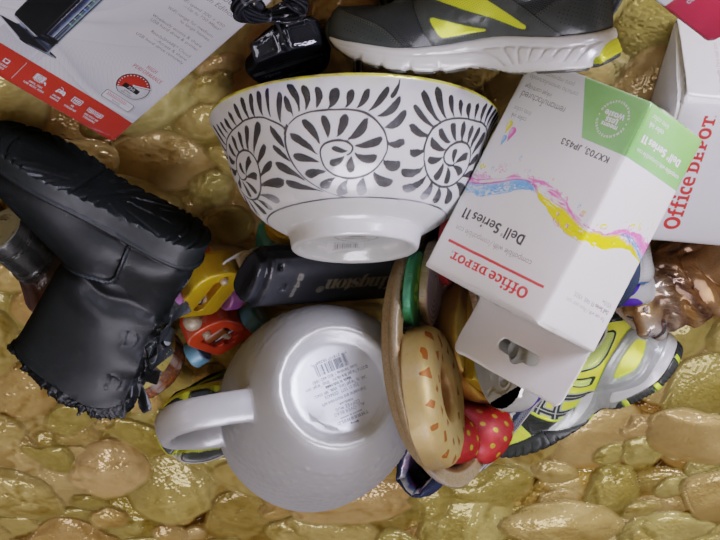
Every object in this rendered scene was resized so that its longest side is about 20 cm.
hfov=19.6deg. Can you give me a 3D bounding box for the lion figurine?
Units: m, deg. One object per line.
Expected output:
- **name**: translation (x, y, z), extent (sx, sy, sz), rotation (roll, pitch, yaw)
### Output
- **lion figurine**: translation (0.286, -0.013, 1.563), extent (0.122, 0.073, 0.200), rotation (34, 116, -22)

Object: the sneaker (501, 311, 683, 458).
- **sneaker**: translation (0.164, 0.084, 1.678), extent (0.199, 0.076, 0.076), rotation (-33, 106, 32)

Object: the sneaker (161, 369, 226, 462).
- **sneaker**: translation (-0.073, 0.098, 1.681), extent (0.198, 0.085, 0.075), rotation (-10, 100, -12)

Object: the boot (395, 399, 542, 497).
- **boot**: translation (0.097, 0.098, 1.625), extent (0.073, 0.090, 0.201), rotation (39, 129, 21)

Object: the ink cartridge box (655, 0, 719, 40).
- **ink cartridge box**: translation (0.162, -0.251, 1.211), extent (0.199, 0.149, 0.085), rotation (32, 131, -33)

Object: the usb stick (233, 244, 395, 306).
- **usb stick**: translation (0.000, 0.000, 1.543), extent (0.199, 0.033, 0.056), rotation (-3, 144, -34)

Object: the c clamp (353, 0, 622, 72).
- **c clamp**: translation (0.084, -0.181, 1.392), extent (0.198, 0.027, 0.172), rotation (-2, 134, 6)

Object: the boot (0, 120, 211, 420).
- **boot**: translation (-0.212, 0.004, 1.504), extent (0.197, 0.073, 0.163), rotation (29, 117, 2)

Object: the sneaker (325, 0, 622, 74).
- **sneaker**: translation (0.073, -0.172, 1.346), extent (0.198, 0.074, 0.086), rotation (3, 100, 19)

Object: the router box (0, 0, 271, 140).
- **router box**: translation (-0.187, -0.193, 1.358), extent (0.199, 0.049, 0.179), rotation (30, 132, -30)

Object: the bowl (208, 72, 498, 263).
- **bowl**: translation (-0.005, -0.060, 1.416), extent (0.199, 0.095, 0.201), rotation (0, 167, 0)

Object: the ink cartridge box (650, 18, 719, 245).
- **ink cartridge box**: translation (0.299, -0.089, 1.447), extent (0.198, 0.085, 0.147), rotation (6, 138, -5)

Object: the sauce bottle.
- **sauce bottle**: translation (-0.214, 0.023, 1.603), extent (0.066, 0.066, 0.200), rotation (-20, 134, 23)

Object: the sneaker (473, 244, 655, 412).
- **sneaker**: translation (0.159, 0.020, 1.489), extent (0.145, 0.202, 0.080), rotation (18, 149, -28)

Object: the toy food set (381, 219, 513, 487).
- **toy food set**: translation (0.069, 0.055, 1.500), extent (0.048, 0.200, 0.200), rotation (-5, 161, 26)

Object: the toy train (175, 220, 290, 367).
- **toy train**: translation (-0.080, -0.003, 1.584), extent (0.199, 0.056, 0.150), rotation (-34, 156, 21)

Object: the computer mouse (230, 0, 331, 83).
- **computer mouse**: translation (-0.055, -0.160, 1.348), extent (0.058, 0.034, 0.200), rotation (-16, 170, 2)

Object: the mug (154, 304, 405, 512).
- **mug**: translation (-0.053, 0.102, 1.536), extent (0.198, 0.149, 0.175), rotation (-8, 170, -10)

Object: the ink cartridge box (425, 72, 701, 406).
- **ink cartridge box**: translation (0.124, -0.026, 1.376), extent (0.067, 0.117, 0.201), rotation (27, 90, -45)
